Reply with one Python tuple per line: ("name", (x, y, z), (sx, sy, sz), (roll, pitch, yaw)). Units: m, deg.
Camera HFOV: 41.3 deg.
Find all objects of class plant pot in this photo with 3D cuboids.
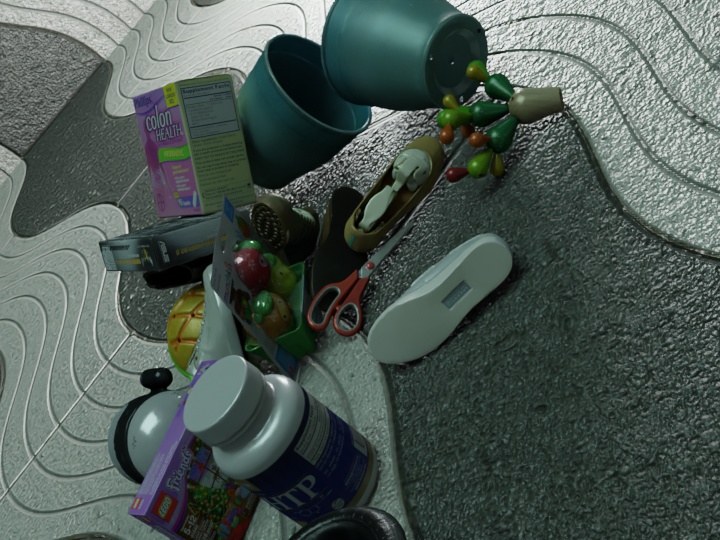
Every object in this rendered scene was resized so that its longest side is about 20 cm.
("plant pot", (0.077, -0.321, 1.397), (0.188, 0.200, 0.200), (27, 76, 42))
("plant pot", (-0.116, -0.236, 1.522), (0.188, 0.199, 0.201), (-44, 28, 35))

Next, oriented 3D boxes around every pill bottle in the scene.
("pill bottle", (-0.085, 0.181, 1.008), (0.119, 0.200, 0.120), (-31, 34, 25))

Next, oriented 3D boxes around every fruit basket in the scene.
("fruit basket", (-0.125, 0.020, 1.239), (0.093, 0.200, 0.186), (-18, 38, 14))

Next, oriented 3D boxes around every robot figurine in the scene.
("robot figurine", (-0.251, 0.216, 1.225), (0.125, 0.150, 0.200), (-52, 14, -25))

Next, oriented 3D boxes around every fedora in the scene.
("fedora", (-0.017, 0.316, 0.867), (0.200, 0.092, 0.201), (-27, 25, 14))

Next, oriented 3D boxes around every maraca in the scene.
("maraca", (-0.206, 0.101, 1.341), (0.137, 0.107, 0.201), (-28, 55, 11))

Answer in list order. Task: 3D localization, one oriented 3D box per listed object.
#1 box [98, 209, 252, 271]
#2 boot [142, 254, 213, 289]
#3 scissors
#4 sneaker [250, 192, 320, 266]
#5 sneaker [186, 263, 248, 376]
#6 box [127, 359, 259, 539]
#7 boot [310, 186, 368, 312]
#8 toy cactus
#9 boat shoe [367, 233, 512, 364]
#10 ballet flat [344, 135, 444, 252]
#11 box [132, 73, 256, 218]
("box", (-0.272, -0.043, 1.398), (0.158, 0.049, 0.200), (-20, 12, -35))
("boot", (-0.261, -0.006, 1.464), (0.199, 0.070, 0.174), (-10, 5, 42))
("scissors", (0.000, 0.000, 1.248), (0.073, 0.014, 0.201), (22, 67, 16))
("sneaker", (-0.099, -0.065, 1.342), (0.067, 0.200, 0.090), (37, 66, 17))
("sneaker", (-0.196, 0.093, 1.255), (0.084, 0.073, 0.201), (-13, 82, 1))
("box", (-0.170, 0.226, 1.122), (0.039, 0.137, 0.201), (-11, 47, 44))
("boot", (-0.033, -0.016, 1.315), (0.076, 0.073, 0.201), (124, 160, -51))
("toy cactus", (0.180, -0.197, 1.236), (0.164, 0.103, 0.201), (-9, 42, 20))
("boat shoe", (0.089, 0.028, 1.102), (0.200, 0.072, 0.069), (-47, 9, 13))
("ballet flat", (0.051, -0.109, 1.281), (0.200, 0.068, 0.063), (-54, -10, -14))
("box", (-0.261, -0.190, 1.489), (0.096, 0.201, 0.176), (-15, 10, -32))
